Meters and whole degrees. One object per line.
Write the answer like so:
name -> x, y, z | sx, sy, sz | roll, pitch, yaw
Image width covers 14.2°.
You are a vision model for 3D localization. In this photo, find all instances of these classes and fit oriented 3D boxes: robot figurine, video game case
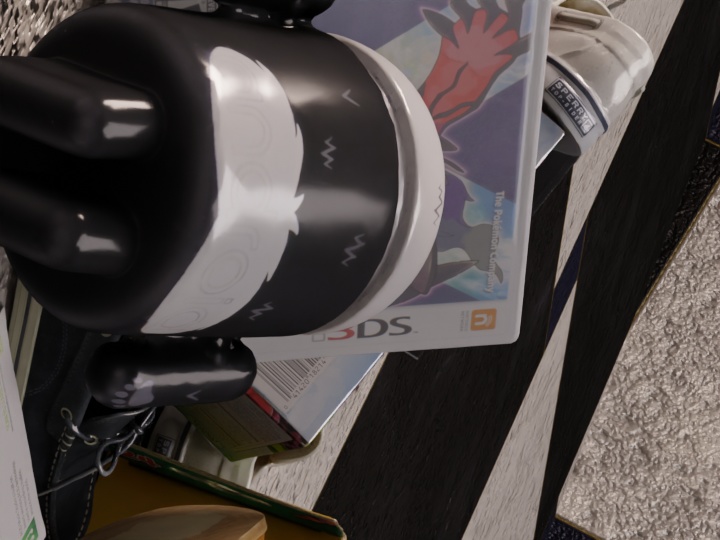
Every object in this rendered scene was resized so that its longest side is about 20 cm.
robot figurine -> -0.059, -0.036, 1.085 | 0.200, 0.125, 0.150 | 2, 144, -48
video game case -> -0.015, -0.044, 1.207 | 0.023, 0.182, 0.201 | -106, -165, -51

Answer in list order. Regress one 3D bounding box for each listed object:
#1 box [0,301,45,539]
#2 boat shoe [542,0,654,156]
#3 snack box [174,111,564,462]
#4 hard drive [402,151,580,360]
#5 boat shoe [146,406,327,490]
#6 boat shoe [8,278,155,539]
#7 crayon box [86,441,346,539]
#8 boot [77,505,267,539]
box -> -0.179, 0.124, 1.052 | 0.145, 0.036, 0.200 | 87, 22, -47
boat shoe -> 0.104, -0.113, 1.457 | 0.086, 0.075, 0.202 | -40, -170, -4
snack box -> 0.000, 0.000, 1.398 | 0.200, 0.053, 0.142 | -49, -171, -15
hard drive -> 0.069, -0.061, 1.613 | 0.200, 0.038, 0.140 | -53, -161, 18
boat shoe -> -0.050, 0.078, 1.531 | 0.200, 0.070, 0.071 | -40, 147, -69
boat shoe -> -0.113, 0.051, 1.206 | 0.075, 0.062, 0.200 | -58, 164, -54
crayon box -> -0.068, 0.149, 1.423 | 0.200, 0.127, 0.051 | 78, 33, -67
boot -> -0.094, 0.191, 1.215 | 0.201, 0.071, 0.145 | -33, 120, -60
